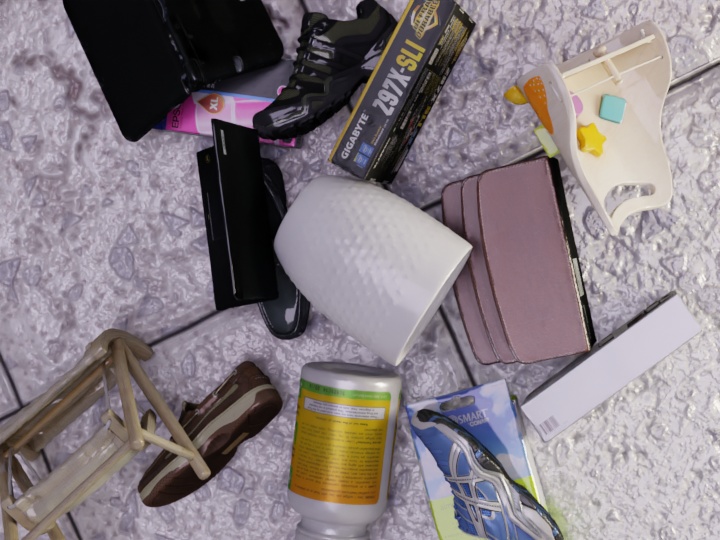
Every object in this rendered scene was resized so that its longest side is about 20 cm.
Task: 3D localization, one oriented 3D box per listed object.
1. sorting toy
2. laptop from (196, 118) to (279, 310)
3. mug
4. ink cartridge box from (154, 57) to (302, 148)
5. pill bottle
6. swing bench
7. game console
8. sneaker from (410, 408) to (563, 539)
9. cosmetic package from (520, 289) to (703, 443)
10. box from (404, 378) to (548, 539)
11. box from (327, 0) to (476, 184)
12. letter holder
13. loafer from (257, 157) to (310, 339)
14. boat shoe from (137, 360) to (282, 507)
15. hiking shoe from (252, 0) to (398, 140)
[{"bbox_3d":[0.247,-0.134,1.463,0.106,0.199,0.182,-25,91,47],"label":"sorting toy"},{"bbox_3d":[-0.149,-0.052,1.498,0.199,0.102,0.180,-11,85,54],"label":"laptop"},{"bbox_3d":[0.000,0.000,1.507,0.174,0.201,0.148,34,61,7],"label":"mug"},{"bbox_3d":[-0.156,-0.195,1.600,0.197,0.037,0.096,8,94,13],"label":"ink cartridge box"},{"bbox_3d":[-0.021,0.206,1.549,0.109,0.111,0.203,7,93,10],"label":"pill bottle"},{"bbox_3d":[-0.301,0.190,1.558,0.199,0.129,0.201,-42,53,10],"label":"swing bench"},{"bbox_3d":[-0.207,-0.271,1.586,0.174,0.116,0.202,-20,76,-27],"label":"game console"},{"bbox_3d":[0.118,0.227,1.492,0.077,0.076,0.200,-43,84,5],"label":"sneaker"},{"bbox_3d":[0.261,0.098,1.505,0.199,0.082,0.051,-37,83,10],"label":"cosmetic package"},{"bbox_3d":[0.130,0.226,1.552,0.120,0.048,0.203,-16,89,10],"label":"box"},{"bbox_3d":[0.046,-0.188,1.496,0.049,0.160,0.202,29,98,8],"label":"box"},{"bbox_3d":[0.156,-0.005,1.513,0.140,0.100,0.203,-12,90,13],"label":"letter holder"},{"bbox_3d":[-0.101,-0.023,1.576,0.067,0.070,0.204,-11,90,13],"label":"loafer"},{"bbox_3d":[-0.175,0.179,1.607,0.202,0.075,0.075,-40,62,10],"label":"boat shoe"},{"bbox_3d":[-0.045,-0.219,1.542,0.199,0.076,0.101,-36,87,-12],"label":"hiking shoe"}]
